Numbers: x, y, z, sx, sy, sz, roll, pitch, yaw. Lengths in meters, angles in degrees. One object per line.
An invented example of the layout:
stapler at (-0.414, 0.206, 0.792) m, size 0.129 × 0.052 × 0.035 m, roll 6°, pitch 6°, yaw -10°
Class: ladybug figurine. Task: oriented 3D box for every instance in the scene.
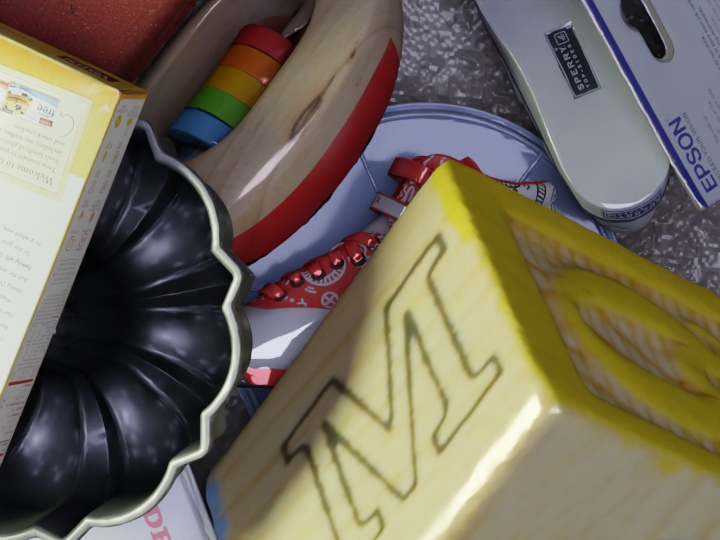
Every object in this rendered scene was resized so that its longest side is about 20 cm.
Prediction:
ladybug figurine at (-0.048, -0.070, 1.406) m, size 0.200 × 0.136 × 0.072 m, roll -53°, pitch 127°, yaw -12°

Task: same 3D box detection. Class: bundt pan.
bundt pan at (-0.136, 0.019, 1.320) m, size 0.201 × 0.076 × 0.202 m, roll 0°, pitch 91°, yaw 15°

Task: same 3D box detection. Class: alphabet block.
alphabet block at (0.073, 0.106, 1.314) m, size 0.195 × 0.197 × 0.200 m, roll 24°, pitch 114°, yaw -28°

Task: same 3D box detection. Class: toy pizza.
toy pizza at (0.031, 0.018, 1.461) m, size 0.200 × 0.032 × 0.201 m, roll 0°, pitch 93°, yaw -7°

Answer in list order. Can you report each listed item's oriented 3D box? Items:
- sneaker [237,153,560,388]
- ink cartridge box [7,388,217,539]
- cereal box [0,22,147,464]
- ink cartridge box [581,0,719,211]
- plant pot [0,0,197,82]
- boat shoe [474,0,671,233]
sneaker at (0.000, 0.000, 1.408) m, size 0.201 × 0.067 × 0.108 m, roll -1°, pitch 92°, yaw -10°
ink cartridge box at (-0.173, 0.133, 1.411) m, size 0.200 × 0.083 × 0.146 m, roll -22°, pitch 94°, yaw -7°
cereal box at (-0.192, -0.013, 1.276) m, size 0.144 × 0.040 × 0.200 m, roll 25°, pitch 100°, yaw 14°
ink cartridge box at (0.176, -0.154, 1.438) m, size 0.200 × 0.041 × 0.200 m, roll -32°, pitch 96°, yaw -28°
plant pot at (-0.139, -0.186, 1.361) m, size 0.200 × 0.200 × 0.177 m, roll 23°, pitch 101°, yaw -7°
boat shoe at (0.100, -0.111, 1.449) m, size 0.072 × 0.066 × 0.200 m, roll -23°, pitch 73°, yaw -3°
